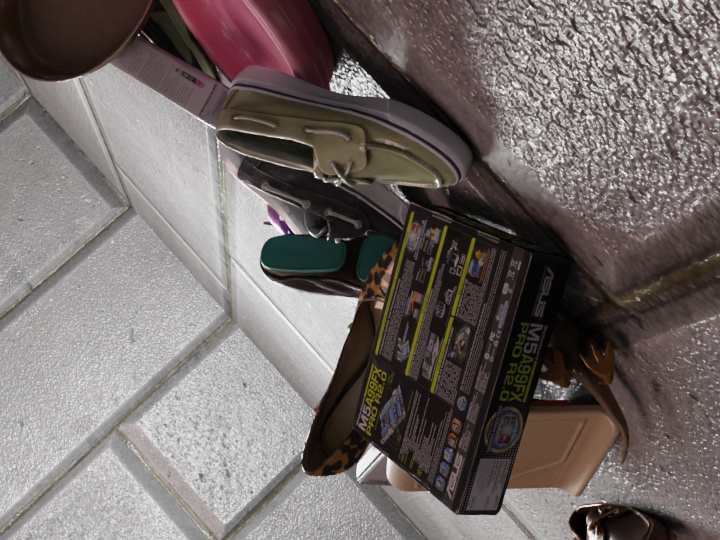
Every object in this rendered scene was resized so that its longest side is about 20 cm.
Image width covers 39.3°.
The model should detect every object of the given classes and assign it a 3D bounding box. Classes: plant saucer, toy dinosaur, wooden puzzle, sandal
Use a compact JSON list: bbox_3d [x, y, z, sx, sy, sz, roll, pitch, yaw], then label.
[{"bbox_3d":[-0.254,-0.264,0.920,0.200,0.201,0.032,41,-171,27],"label":"plant saucer"},{"bbox_3d":[0.175,0.073,0.795,0.201,0.060,0.106,54,-169,0],"label":"toy dinosaur"},{"bbox_3d":[0.126,0.165,0.950,0.197,0.038,0.186,3,147,0],"label":"wooden puzzle"},{"bbox_3d":[-0.089,-0.205,0.831,0.200,0.051,0.201,45,166,14],"label":"plant saucer"},{"bbox_3d":[-0.092,-0.075,1.135,0.203,0.049,0.083,48,-153,-24],"label":"sandal"}]

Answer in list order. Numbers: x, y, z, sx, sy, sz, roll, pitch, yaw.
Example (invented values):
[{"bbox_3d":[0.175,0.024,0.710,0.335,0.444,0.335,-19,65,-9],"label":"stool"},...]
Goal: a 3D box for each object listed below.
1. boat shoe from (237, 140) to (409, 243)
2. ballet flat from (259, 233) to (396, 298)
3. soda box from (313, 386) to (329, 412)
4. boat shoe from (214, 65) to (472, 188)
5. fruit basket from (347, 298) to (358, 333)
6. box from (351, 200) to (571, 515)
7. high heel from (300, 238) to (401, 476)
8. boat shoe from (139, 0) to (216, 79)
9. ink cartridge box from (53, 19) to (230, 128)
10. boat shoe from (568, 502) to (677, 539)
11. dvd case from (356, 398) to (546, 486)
[{"bbox_3d":[-0.020,-0.057,0.865,0.199,0.068,0.072,28,-174,-41],"label":"boat shoe"},{"bbox_3d":[0.000,0.000,0.963,0.197,0.074,0.073,3,148,20],"label":"ballet flat"},{"bbox_3d":[0.039,0.101,0.999,0.070,0.064,0.200,43,133,-5],"label":"soda box"},{"bbox_3d":[-0.015,-0.093,0.753,0.197,0.063,0.072,18,158,17],"label":"boat shoe"},{"bbox_3d":[0.081,0.102,1.064,0.199,0.094,0.187,21,143,45],"label":"fruit basket"},{"bbox_3d":[0.072,0.063,0.787,0.044,0.203,0.160,8,-169,-33],"label":"box"},{"bbox_3d":[0.002,0.081,0.866,0.071,0.142,0.202,23,128,23],"label":"high heel"},{"bbox_3d":[-0.214,-0.241,1.106,0.072,0.066,0.202,40,165,26],"label":"boat shoe"},{"bbox_3d":[-0.170,-0.180,0.994,0.199,0.044,0.196,34,-175,23],"label":"ink cartridge box"},{"bbox_3d":[0.257,0.273,1.026,0.070,0.070,0.200,42,167,7],"label":"boat shoe"},{"bbox_3d":[0.097,0.175,1.015,0.200,0.148,0.025,123,150,-53],"label":"dvd case"}]
